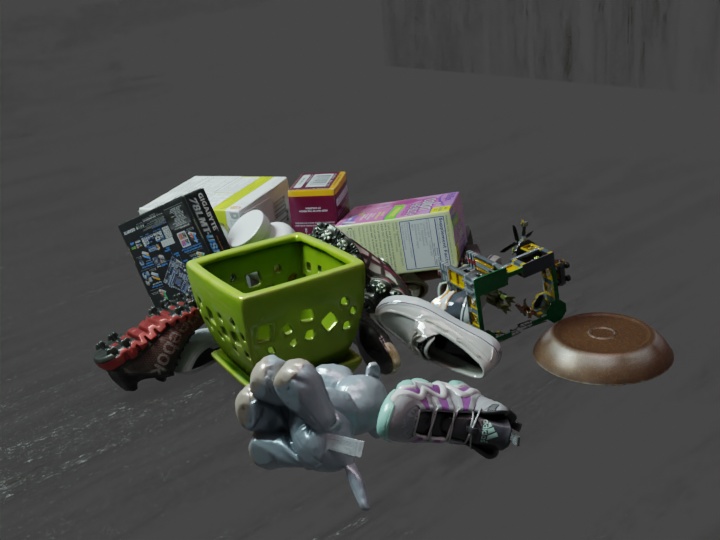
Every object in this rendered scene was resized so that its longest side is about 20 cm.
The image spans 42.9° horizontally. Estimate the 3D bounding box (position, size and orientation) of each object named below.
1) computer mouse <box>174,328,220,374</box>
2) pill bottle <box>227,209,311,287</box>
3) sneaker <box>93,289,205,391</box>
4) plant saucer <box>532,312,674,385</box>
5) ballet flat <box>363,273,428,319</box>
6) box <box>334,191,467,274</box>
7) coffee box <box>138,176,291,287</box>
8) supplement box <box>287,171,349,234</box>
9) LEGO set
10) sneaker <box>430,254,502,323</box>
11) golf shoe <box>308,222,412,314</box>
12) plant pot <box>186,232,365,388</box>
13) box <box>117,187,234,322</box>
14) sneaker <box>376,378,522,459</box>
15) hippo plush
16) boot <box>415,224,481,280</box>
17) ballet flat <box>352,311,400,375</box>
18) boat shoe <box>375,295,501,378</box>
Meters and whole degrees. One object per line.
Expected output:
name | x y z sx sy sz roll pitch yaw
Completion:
computer mouse | -0.225 0.104 1.444 0.109 0.044 0.200 11 26 33
pill bottle | -0.121 -0.007 1.476 0.104 0.200 0.105 -27 39 24
sneaker | -0.292 0.107 1.360 0.200 0.098 0.071 -35 27 -26
plant saucer | 0.352 0.105 1.334 0.199 0.037 0.201 -5 21 2
ballet flat | 0.037 0.046 1.518 0.062 0.068 0.200 29 38 36
box | 0.073 -0.062 1.583 0.199 0.097 0.176 -6 13 14
coffee box | -0.243 -0.044 1.616 0.197 0.201 0.200 2 23 19
supplement box | -0.066 -0.064 1.627 0.085 0.201 0.110 -1 21 12
LEGO set | 0.208 0.028 1.399 0.199 0.154 0.116 -28 27 -17
sneaker | 0.176 0.025 1.517 0.079 0.079 0.200 11 27 21
golf shoe | 0.000 0.000 1.463 0.200 0.077 0.088 45 24 3
plant pot | -0.116 0.070 1.320 0.198 0.182 0.200 -17 25 -28
box | -0.281 -0.011 1.459 0.200 0.199 0.050 -17 11 44
sneaker | 0.122 0.181 1.086 0.140 0.078 0.200 20 15 37
hippo plush | -0.035 0.156 1.109 0.199 0.160 0.161 10 26 34
boot | 0.116 -0.019 1.702 0.199 0.069 0.189 -12 29 1
ballet flat | 0.020 0.098 1.380 0.057 0.067 0.200 -1 20 -21
boat shoe | 0.103 0.100 1.326 0.199 0.072 0.066 27 37 17
